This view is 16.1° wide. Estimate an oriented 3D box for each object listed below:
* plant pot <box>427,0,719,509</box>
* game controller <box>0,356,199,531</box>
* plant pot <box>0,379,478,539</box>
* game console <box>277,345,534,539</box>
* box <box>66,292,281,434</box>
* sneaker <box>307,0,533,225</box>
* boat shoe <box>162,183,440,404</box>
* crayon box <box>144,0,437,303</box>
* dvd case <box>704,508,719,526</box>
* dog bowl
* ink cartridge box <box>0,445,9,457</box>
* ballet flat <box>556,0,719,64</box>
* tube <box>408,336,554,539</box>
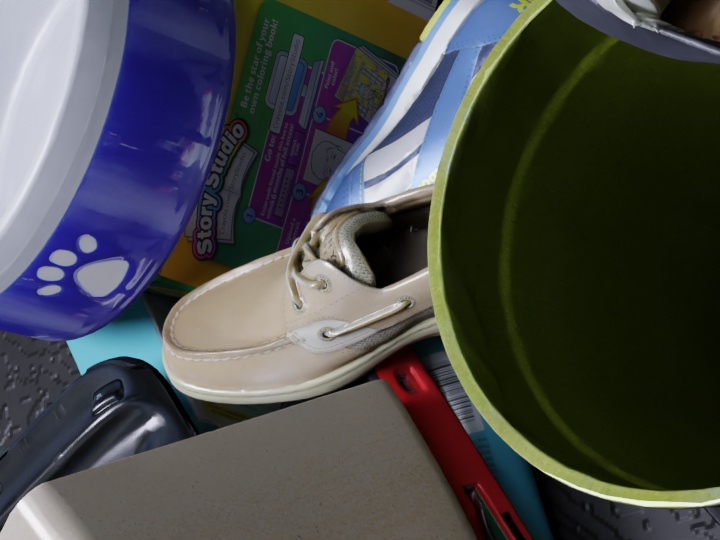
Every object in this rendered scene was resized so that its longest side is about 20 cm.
[{"bbox_3d":[0.159,0.000,0.905,0.200,0.193,0.201,-11,71,32],"label":"plant pot"},{"bbox_3d":[-0.138,0.131,1.115,0.200,0.042,0.104,-45,71,24],"label":"game controller"},{"bbox_3d":[-0.041,0.191,0.996,0.177,0.200,0.200,49,129,24],"label":"plant pot"},{"bbox_3d":[0.007,0.144,1.095,0.200,0.031,0.177,58,134,32],"label":"game console"},{"bbox_3d":[-0.105,0.013,1.208,0.049,0.082,0.200,-40,57,19],"label":"box"},{"bbox_3d":[0.041,-0.035,1.127,0.082,0.074,0.200,32,96,35],"label":"sneaker"},{"bbox_3d":[0.000,0.000,1.057,0.200,0.065,0.072,-15,49,20],"label":"boat shoe"},{"bbox_3d":[-0.040,-0.077,1.161,0.058,0.119,0.200,7,80,49],"label":"crayon box"},{"bbox_3d":[0.224,0.087,0.994,0.143,0.018,0.200,-50,55,13],"label":"dvd case"},{"bbox_3d":[-0.141,-0.072,1.122,0.200,0.079,0.201,-30,52,46],"label":"dog bowl"},{"bbox_3d":[-0.186,0.201,1.207,0.147,0.083,0.200,-40,57,19],"label":"ink cartridge box"},{"bbox_3d":[0.120,-0.094,0.797,0.200,0.073,0.073,29,94,36],"label":"ballet flat"},{"bbox_3d":[0.055,0.120,1.088,0.077,0.050,0.200,-31,64,39],"label":"tube"}]
